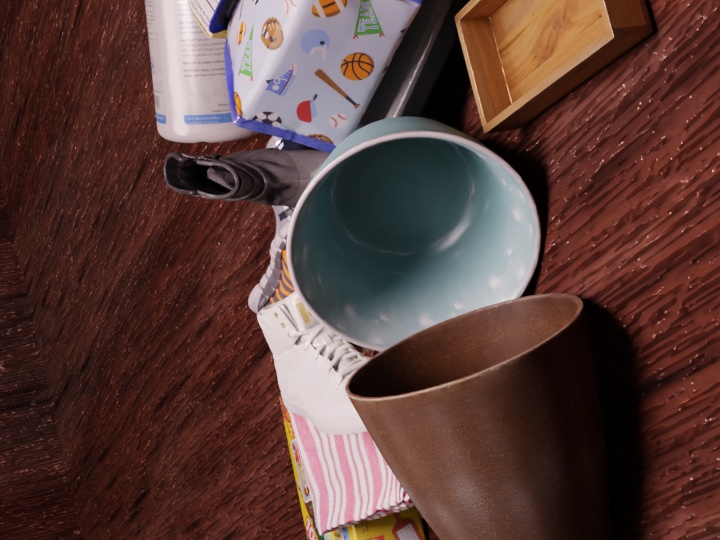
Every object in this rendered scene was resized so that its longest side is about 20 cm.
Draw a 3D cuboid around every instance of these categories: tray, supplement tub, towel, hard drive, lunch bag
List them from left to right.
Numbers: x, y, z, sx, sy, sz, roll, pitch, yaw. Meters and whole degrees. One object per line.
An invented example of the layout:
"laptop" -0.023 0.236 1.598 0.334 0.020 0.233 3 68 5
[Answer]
"supplement tub" -0.168 -0.249 1.621 0.132 0.132 0.200 -152 56 -62
"lunch bag" -0.043 -0.227 1.211 0.170 0.124 0.200 -57 27 34
"towel" -0.013 0.164 1.373 0.200 0.030 0.146 -33 68 56
"hard drive" 0.031 -0.204 1.228 0.140 0.033 0.200 56 130 45
"tray" 0.135 -0.179 1.059 0.200 0.037 0.099 146 112 -66

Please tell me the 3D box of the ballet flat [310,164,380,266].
"ballet flat" 0.000 0.000 1.277 0.067 0.064 0.200 -12 94 65

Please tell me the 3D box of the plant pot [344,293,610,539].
"plant pot" 0.111 0.145 1.097 0.187 0.187 0.200 1 115 67

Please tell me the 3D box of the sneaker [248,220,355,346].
"sneaker" -0.035 0.020 1.396 0.112 0.078 0.200 54 149 18

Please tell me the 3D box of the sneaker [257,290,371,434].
"sneaker" -0.032 0.072 1.270 0.200 0.074 0.116 6 119 60

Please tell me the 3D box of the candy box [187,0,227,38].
"candy box" -0.067 -0.302 1.322 0.056 0.117 0.200 57 136 30

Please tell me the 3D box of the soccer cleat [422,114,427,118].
"soccer cleat" 0.028 -0.055 1.313 0.084 0.065 0.200 -119 29 -61

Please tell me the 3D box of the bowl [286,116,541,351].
"bowl" 0.038 -0.043 1.180 0.105 0.201 0.201 -100 12 -59

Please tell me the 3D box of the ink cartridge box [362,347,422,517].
"ink cartridge box" 0.058 0.147 1.357 0.146 0.048 0.200 -177 81 -66

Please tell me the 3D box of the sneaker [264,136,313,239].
"sneaker" -0.051 -0.042 1.506 0.109 0.070 0.200 -130 33 -54

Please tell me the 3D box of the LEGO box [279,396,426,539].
"LEGO box" -0.008 0.214 1.497 0.149 0.077 0.200 156 103 -67

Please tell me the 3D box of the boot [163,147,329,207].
"boot" -0.081 -0.083 1.399 0.200 0.132 0.070 1 94 35
